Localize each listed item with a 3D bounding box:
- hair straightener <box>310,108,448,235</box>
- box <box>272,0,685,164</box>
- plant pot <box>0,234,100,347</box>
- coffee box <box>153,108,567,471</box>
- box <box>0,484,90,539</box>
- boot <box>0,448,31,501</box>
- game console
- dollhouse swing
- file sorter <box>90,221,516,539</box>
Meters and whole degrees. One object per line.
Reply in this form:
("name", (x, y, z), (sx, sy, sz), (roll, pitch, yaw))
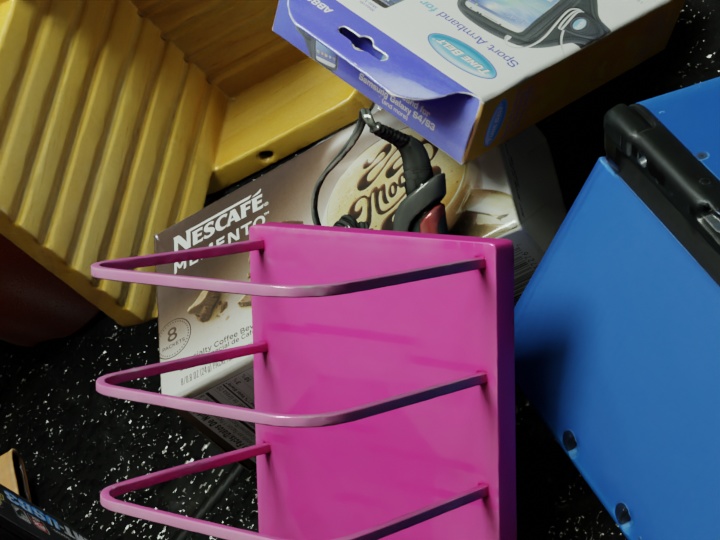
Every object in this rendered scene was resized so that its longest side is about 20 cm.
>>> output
("hair straightener", (0.009, 0.030, 0.744), (0.076, 0.041, 0.202), (-7, 98, 18))
("box", (0.053, -0.119, 0.797), (0.119, 0.042, 0.200), (37, 45, 23))
("plant pot", (-0.236, -0.058, 0.967), (0.200, 0.195, 0.202), (-17, 60, 31))
("coffee box", (0.000, 0.000, 0.832), (0.199, 0.080, 0.114), (-27, 46, 20))
("box", (-0.232, 0.181, 0.799), (0.200, 0.198, 0.050), (-45, 41, 1))
("boot", (-0.279, 0.147, 0.929), (0.199, 0.069, 0.189), (-29, 46, 2))
("game console", (0.169, 0.023, 0.668), (0.170, 0.119, 0.200), (-17, 42, -15))
("dollhouse swing", (-0.091, -0.101, 0.891), (0.181, 0.200, 0.177), (-24, 46, 23))
("file sorter", (-0.028, 0.090, 0.686), (0.138, 0.125, 0.202), (5, 100, 41))
